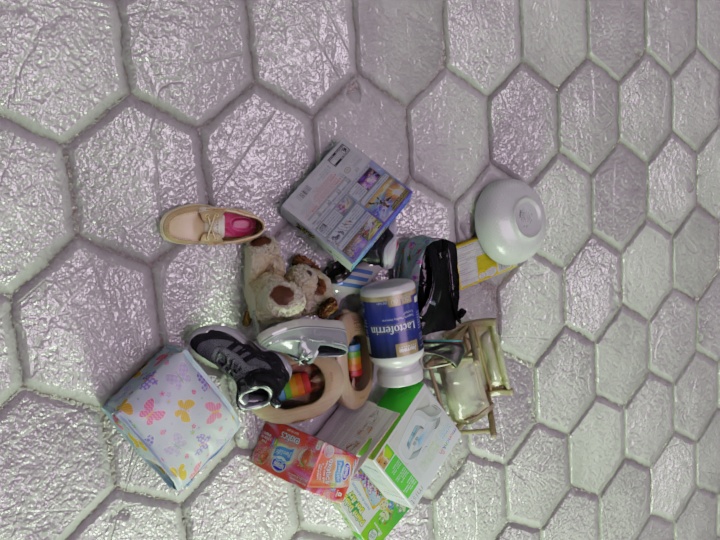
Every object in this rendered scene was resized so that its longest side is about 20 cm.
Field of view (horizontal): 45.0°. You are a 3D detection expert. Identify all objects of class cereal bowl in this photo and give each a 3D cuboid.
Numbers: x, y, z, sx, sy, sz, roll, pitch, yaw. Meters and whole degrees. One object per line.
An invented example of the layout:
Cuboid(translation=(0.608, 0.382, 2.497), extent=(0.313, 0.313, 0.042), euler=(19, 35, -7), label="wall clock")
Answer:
Cuboid(translation=(0.362, -0.116, 2.017), extent=(0.197, 0.083, 0.204), euler=(4, 84, -35), label="cereal bowl")

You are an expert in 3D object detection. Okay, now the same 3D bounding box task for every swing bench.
Cuboid(translation=(0.251, 0.244, 1.967), extent=(0.200, 0.128, 0.202), euler=(-50, 127, -58), label="swing bench")

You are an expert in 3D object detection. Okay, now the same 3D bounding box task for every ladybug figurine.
Cuboid(translation=(-0.129, 0.221, 1.669), extent=(0.196, 0.072, 0.138), euler=(-10, 87, -5), label="ladybug figurine")
Cuboid(translation=(-0.030, 0.180, 1.771), extent=(0.135, 0.071, 0.204), euler=(-6, 94, -55), label="ladybug figurine")

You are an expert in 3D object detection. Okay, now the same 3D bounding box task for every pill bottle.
Cuboid(translation=(0.067, 0.125, 1.752), extent=(0.114, 0.115, 0.204), euler=(-15, 101, -35), label="pill bottle")

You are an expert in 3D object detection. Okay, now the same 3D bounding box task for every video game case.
Cuboid(translation=(-0.026, -0.130, 1.692), extent=(0.180, 0.046, 0.201), euler=(38, 69, 8), label="video game case")

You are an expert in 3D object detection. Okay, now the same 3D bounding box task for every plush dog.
Cuboid(translation=(-0.130, 0.044, 1.643), extent=(0.169, 0.201, 0.162), euler=(-2, 132, -28), label="plush dog")

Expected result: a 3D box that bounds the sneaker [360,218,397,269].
Cuboid(translation=(0.017, -0.089, 1.760), extent=(0.112, 0.202, 0.076), euler=(4, 136, -1), label="sneaker")

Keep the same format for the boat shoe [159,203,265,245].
Cuboid(translation=(-0.261, -0.083, 1.563), extent=(0.197, 0.069, 0.075), euler=(-7, 101, -37), label="boat shoe")

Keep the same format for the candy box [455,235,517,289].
Cuboid(translation=(0.288, -0.032, 2.030), extent=(0.198, 0.026, 0.104), euler=(-19, 104, -35), label="candy box")

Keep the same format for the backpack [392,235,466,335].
Cuboid(translation=(0.139, 0.028, 1.860), extent=(0.165, 0.125, 0.204), euler=(-9, 101, -49), label="backpack")

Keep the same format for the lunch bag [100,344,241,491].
Cuboid(translation=(-0.326, 0.261, 1.528), extent=(0.170, 0.126, 0.201), euler=(-46, 110, -24), label="lunch bag")

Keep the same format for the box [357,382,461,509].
Cuboid(translation=(0.093, 0.363, 1.837), extent=(0.201, 0.096, 0.177), euler=(-51, 123, -25), label="box")

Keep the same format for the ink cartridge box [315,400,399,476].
Cuboid(translation=(-0.022, 0.354, 1.747), extent=(0.201, 0.175, 0.045), euler=(-50, 123, -21), label="ink cartridge box")

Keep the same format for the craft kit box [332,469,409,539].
Cuboid(translation=(0.035, 0.473, 1.895), extent=(0.197, 0.048, 0.202), euler=(-43, 120, -23), label="craft kit box")

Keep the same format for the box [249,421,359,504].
Cuboid(translation=(-0.109, 0.362, 1.664), extent=(0.102, 0.198, 0.096), euler=(31, 76, -37), label="box")

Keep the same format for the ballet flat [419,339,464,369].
Cuboid(translation=(0.121, 0.171, 1.838), extent=(0.068, 0.196, 0.070), euler=(45, 52, -79), label="ballet flat")

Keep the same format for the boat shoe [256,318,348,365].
Cuboid(translation=(-0.097, 0.133, 1.582), extent=(0.199, 0.070, 0.073), euler=(1, 61, -44), label="boat shoe")

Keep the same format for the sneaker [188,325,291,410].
Cuboid(translation=(-0.218, 0.175, 1.544), extent=(0.198, 0.115, 0.076), euler=(25, 122, -11), label="sneaker")

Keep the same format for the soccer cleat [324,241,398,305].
Cuboid(translation=(0.000, 0.000, 1.792), extent=(0.199, 0.069, 0.087), euler=(-32, 133, -30), label="soccer cleat")
